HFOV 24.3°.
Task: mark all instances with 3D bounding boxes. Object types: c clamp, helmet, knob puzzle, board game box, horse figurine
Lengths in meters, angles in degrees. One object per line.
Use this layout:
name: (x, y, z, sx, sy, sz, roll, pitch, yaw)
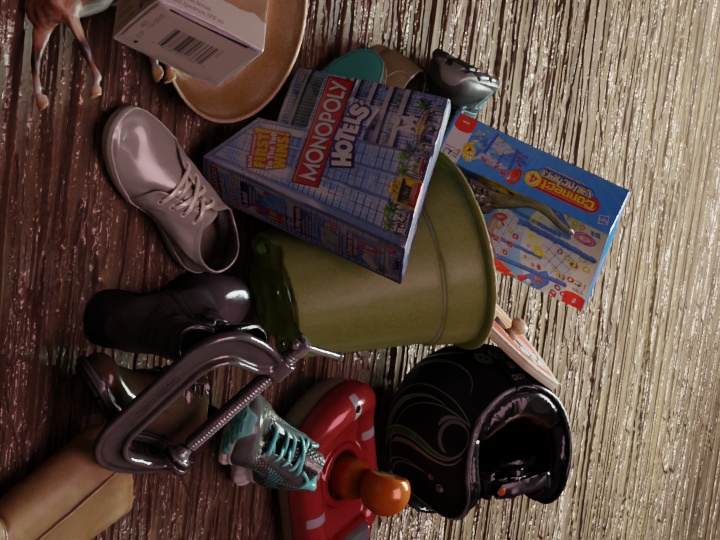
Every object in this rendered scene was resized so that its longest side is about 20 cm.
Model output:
c clamp: (-0.123, 0.115, 1.406, 0.199, 0.027, 0.171, -38, 150, 10)
helmet: (0.119, 0.179, 1.824, 0.198, 0.190, 0.203, -7, 104, -31)
knob puzzle: (0.145, 0.044, 1.773, 0.030, 0.220, 0.219, -43, 145, 8)
board game box: (0.169, -0.059, 1.752, 0.056, 0.194, 0.200, -61, 169, -22)
horse figurine: (-0.204, -0.207, 1.324, 0.199, 0.050, 0.134, -18, 95, -40)
board game box: (-0.033, -0.105, 1.517, 0.062, 0.198, 0.202, 94, 11, -56)

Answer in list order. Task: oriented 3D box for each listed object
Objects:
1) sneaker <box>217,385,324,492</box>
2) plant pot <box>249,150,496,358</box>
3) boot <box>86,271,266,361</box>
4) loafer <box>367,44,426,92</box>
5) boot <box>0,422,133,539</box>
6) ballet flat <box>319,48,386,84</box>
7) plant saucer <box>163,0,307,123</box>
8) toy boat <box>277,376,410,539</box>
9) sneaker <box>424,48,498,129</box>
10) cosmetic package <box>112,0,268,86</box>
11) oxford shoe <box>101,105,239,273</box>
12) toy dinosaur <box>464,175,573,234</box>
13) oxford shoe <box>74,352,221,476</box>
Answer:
sneaker: (-0.077, 0.164, 1.562, 0.200, 0.090, 0.078, 75, 31, -74)
plant pot: (0.000, 0.000, 1.585, 0.188, 0.200, 0.202, -14, 116, -20)
boot: (-0.130, 0.052, 1.464, 0.199, 0.131, 0.071, -16, 113, -53)
loafer: (0.023, -0.124, 1.688, 0.076, 0.067, 0.203, -13, 111, -53)
boot: (-0.274, 0.181, 1.364, 0.200, 0.066, 0.177, -37, 142, -43)
ballet flat: (-0.040, -0.131, 1.611, 0.200, 0.070, 0.066, -52, 166, -28)
plant saucer: (-0.120, -0.232, 1.468, 0.199, 0.035, 0.203, -25, 121, -49)
toy boat: (-0.007, 0.211, 1.702, 0.130, 0.130, 0.202, -34, 128, -46)
sneaker: (0.099, -0.177, 1.739, 0.080, 0.075, 0.200, -61, 171, 4)
cosmetic package: (-0.127, -0.261, 1.329, 0.104, 0.071, 0.202, 21, 59, -33)
oxford shoe: (-0.159, -0.068, 1.450, 0.076, 0.057, 0.201, -56, 139, -24)
toy dinosaur: (0.110, -0.074, 1.650, 0.088, 0.199, 0.048, 28, 79, -49)
oxford shoe: (-0.179, 0.105, 1.445, 0.084, 0.073, 0.200, -41, 150, 1)
